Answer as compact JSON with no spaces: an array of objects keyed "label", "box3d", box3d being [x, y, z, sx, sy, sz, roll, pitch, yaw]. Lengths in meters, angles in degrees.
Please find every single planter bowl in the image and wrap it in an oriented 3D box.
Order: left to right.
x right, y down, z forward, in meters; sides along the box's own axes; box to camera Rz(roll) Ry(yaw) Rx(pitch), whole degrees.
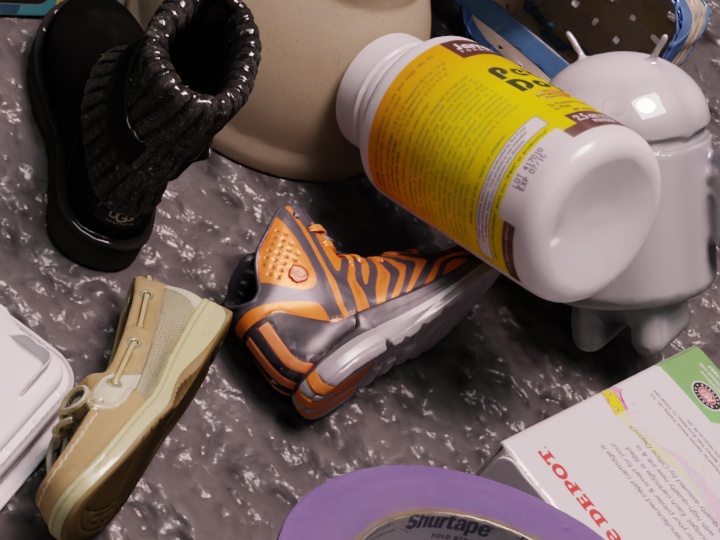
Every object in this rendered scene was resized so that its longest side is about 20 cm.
[{"label":"planter bowl","box3d":[-0.036,-0.176,1.396,0.200,0.135,0.201,19,42,-18]}]

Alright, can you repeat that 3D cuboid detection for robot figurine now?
[{"label":"robot figurine","box3d":[0.165,-0.050,1.370,0.169,0.201,0.113,2,17,23]}]

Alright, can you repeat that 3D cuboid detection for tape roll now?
[{"label":"tape roll","box3d":[0.044,0.184,0.987,0.199,0.085,0.200,16,31,-10]}]

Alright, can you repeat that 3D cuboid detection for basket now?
[{"label":"basket","box3d":[0.141,-0.180,1.515,0.176,0.139,0.200,42,32,16]}]

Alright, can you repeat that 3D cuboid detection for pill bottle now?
[{"label":"pill bottle","box3d":[0.075,-0.069,1.292,0.109,0.110,0.200,-9,31,-40]}]

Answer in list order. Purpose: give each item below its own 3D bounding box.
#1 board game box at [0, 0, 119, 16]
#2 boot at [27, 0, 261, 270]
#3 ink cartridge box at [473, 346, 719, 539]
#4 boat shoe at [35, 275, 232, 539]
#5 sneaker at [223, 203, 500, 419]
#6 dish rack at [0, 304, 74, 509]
[{"label":"board game box","box3d":[-0.259,-0.229,1.360,0.199,0.047,0.151,-2,53,-36]},{"label":"boot","box3d":[-0.125,-0.121,1.260,0.079,0.158,0.212,10,46,-27]},{"label":"ink cartridge box","box3d":[0.165,0.146,1.258,0.200,0.084,0.145,-21,64,-45]},{"label":"boat shoe","box3d":[-0.129,0.068,1.144,0.063,0.073,0.201,29,37,2]},{"label":"sneaker","box3d":[0.000,0.000,1.292,0.112,0.078,0.200,48,41,13]},{"label":"dish rack","box3d":[-0.242,0.059,1.094,0.171,0.044,0.200,35,39,1]}]
